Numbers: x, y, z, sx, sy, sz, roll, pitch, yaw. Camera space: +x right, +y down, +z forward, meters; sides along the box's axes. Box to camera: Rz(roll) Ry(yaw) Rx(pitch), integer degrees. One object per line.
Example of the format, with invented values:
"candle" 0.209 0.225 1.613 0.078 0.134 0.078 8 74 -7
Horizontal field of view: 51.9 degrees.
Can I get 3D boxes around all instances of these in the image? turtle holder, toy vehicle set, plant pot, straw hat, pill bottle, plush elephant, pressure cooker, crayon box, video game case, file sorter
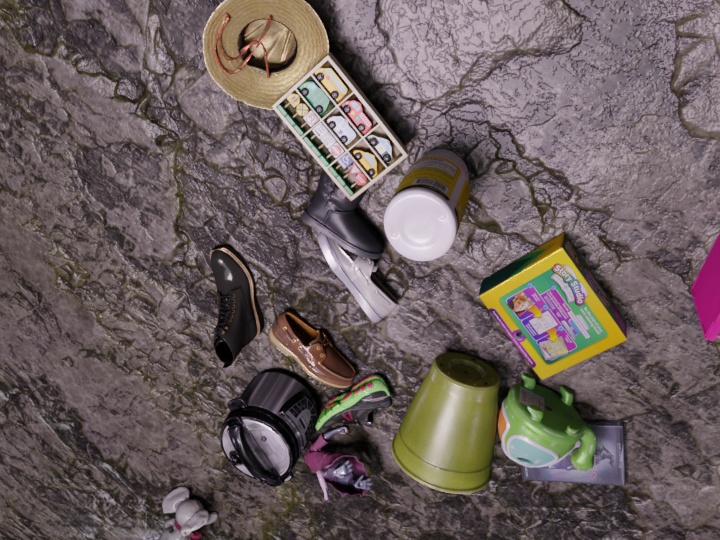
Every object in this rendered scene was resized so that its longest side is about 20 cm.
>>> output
"turtle holder" 0.335 0.287 1.345 0.181 0.142 0.134 11 120 -24
"toy vehicle set" -0.031 -0.225 1.177 0.123 0.027 0.201 -36 107 20
"plant pot" 0.172 0.267 1.366 0.196 0.201 0.197 16 111 9
"straw hat" -0.146 -0.362 1.173 0.195 0.086 0.205 -1 122 -1
"pill bottle" 0.111 -0.110 1.158 0.111 0.201 0.117 8 120 14
"plush elephant" -0.419 0.623 1.794 0.156 0.164 0.200 -49 135 -2
"pressure cooker" -0.189 0.327 1.506 0.172 0.201 0.182 23 123 7
"crayon box" 0.329 0.066 1.266 0.171 0.059 0.201 -32 104 29
"video game case" 0.404 0.349 1.421 0.195 0.019 0.146 -2 117 21
"file sorter" 0.599 0.001 1.090 0.122 0.140 0.204 16 122 5

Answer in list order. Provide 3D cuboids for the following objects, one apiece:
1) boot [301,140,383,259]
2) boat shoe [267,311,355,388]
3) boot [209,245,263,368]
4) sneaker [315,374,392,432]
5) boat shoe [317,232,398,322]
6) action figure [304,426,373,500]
"boot" 0.006 -0.138 1.268 0.162 0.066 0.203 26 116 -6
"boat shoe" -0.090 0.156 1.453 0.198 0.072 0.068 36 125 0
"boot" -0.256 0.069 1.422 0.076 0.139 0.204 -13 112 25
"sneaker" -0.016 0.289 1.499 0.198 0.077 0.084 -35 99 32
"boat shoe" 0.000 0.000 1.342 0.069 0.071 0.202 -32 104 14
"action figure" -0.068 0.414 1.544 0.198 0.147 0.137 10 118 51
